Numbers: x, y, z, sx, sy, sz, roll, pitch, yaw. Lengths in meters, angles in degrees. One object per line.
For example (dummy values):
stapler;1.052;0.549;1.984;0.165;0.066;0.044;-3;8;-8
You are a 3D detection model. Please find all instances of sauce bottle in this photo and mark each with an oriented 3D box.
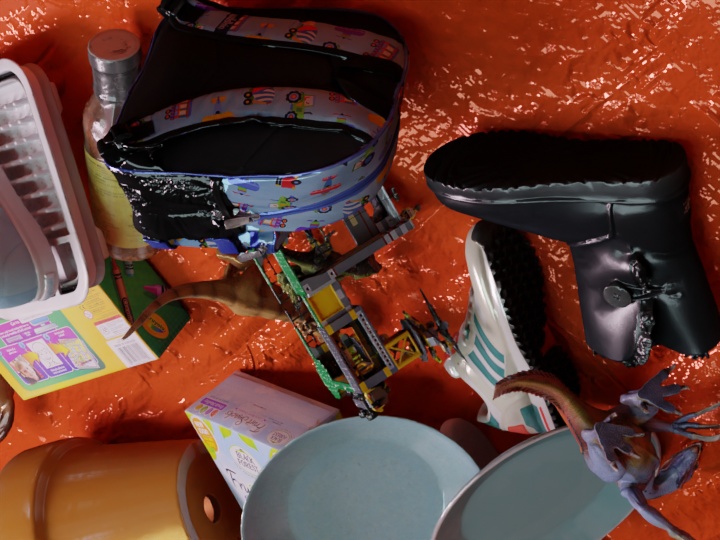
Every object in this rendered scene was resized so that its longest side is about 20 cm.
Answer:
sauce bottle;-0.184;-0.097;1.707;0.066;0.066;0.200;20;139;18

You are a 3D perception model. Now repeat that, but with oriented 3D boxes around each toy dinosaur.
toy dinosaur;-0.094;0.016;1.716;0.200;0.106;0.060;12;127;-28
toy dinosaur;0.200;0.122;1.609;0.200;0.105;0.182;30;165;9

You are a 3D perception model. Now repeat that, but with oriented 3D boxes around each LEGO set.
LEGO set;0.000;0.000;1.662;0.200;0.116;0.154;58;168;0

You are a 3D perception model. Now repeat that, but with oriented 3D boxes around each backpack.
backpack;-0.059;-0.100;1.542;0.200;0.183;0.135;2;139;18

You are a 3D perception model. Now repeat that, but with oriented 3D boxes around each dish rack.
dish rack;-0.268;-0.066;1.755;0.172;0.044;0.200;-12;97;53

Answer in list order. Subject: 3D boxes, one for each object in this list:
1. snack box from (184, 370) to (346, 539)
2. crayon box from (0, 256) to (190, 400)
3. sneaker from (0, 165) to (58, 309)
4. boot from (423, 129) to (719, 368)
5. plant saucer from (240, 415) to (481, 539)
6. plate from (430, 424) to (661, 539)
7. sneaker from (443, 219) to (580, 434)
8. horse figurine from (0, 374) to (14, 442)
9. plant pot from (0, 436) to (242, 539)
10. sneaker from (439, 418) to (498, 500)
snack box;-0.043;0.193;1.844;0.169;0.068;0.200;15;137;56
crayon box;-0.256;0.034;1.889;0.200;0.058;0.119;-17;117;43
sneaker;-0.319;-0.047;1.725;0.200;0.082;0.074;47;136;30
boot;0.151;-0.011;1.549;0.200;0.076;0.168;3;127;25
plant saucer;0.005;0.193;1.731;0.201;0.039;0.201;-2;115;-4
plate;0.138;0.173;1.685;0.026;0.200;0.200;59;153;35
sneaker;0.096;0.049;1.650;0.093;0.070;0.200;-2;130;29
horse figurine;-0.375;0.086;2.020;0.132;0.050;0.200;-21;108;26
plant pot;-0.200;0.234;1.959;0.183;0.200;0.200;-18;118;27
sneaker;0.073;0.201;1.812;0.099;0.071;0.200;-1;132;29
